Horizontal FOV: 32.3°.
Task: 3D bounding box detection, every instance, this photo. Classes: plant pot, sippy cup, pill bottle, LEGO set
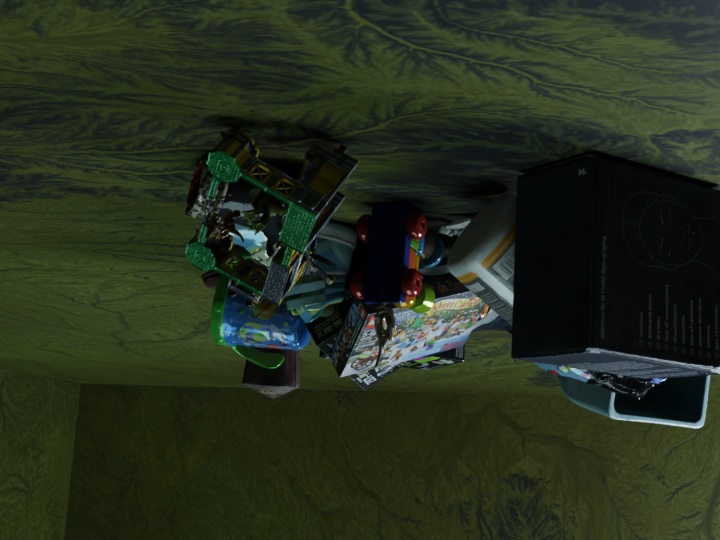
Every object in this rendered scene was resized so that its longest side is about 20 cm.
[{"bbox_3d":[0.427,0.136,2.015,0.196,0.197,0.200,9,178,-28],"label":"plant pot"},{"bbox_3d":[-0.135,0.057,1.829,0.130,0.140,0.178,12,161,14],"label":"sippy cup"},{"bbox_3d":[0.204,0.016,1.406,0.200,0.117,0.116,40,159,-12],"label":"pill bottle"},{"bbox_3d":[-0.087,-0.069,1.274,0.153,0.116,0.200,23,135,12],"label":"LEGO set"}]

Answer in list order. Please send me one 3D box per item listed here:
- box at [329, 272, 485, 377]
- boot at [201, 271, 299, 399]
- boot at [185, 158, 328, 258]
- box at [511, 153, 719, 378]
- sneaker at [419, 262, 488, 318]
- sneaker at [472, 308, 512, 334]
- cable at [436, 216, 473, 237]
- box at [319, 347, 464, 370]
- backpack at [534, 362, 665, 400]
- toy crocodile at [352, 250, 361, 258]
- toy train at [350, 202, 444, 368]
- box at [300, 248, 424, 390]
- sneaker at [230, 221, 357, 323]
[{"bbox_3d":[0.068,0.067,1.639,0.199,0.038,0.137,-12,146,-29],"label":"box"},{"bbox_3d":[-0.175,0.098,1.947,0.186,0.201,0.064,0,172,26],"label":"boot"},{"bbox_3d":[-0.123,-0.069,1.410,0.153,0.074,0.204,9,162,-15],"label":"boot"},{"bbox_3d":[0.271,0.003,1.301,0.196,0.201,0.124,11,166,-33],"label":"box"},{"bbox_3d":[0.120,0.041,1.842,0.070,0.090,0.200,11,167,-32],"label":"sneaker"},{"bbox_3d":[0.229,0.078,2.037,0.146,0.077,0.202,11,166,-23],"label":"sneaker"},{"bbox_3d":[0.219,-0.020,1.548,0.199,0.070,0.200,-6,166,40],"label":"cable"},{"bbox_3d":[0.051,0.085,2.010,0.199,0.125,0.148,9,167,-21],"label":"box"},{"bbox_3d":[0.327,0.064,1.705,0.199,0.183,0.135,16,160,-3],"label":"backpack"},{"bbox_3d":[0.000,0.000,1.771,0.200,0.062,0.068,14,-156,-51],"label":"toy crocodile"},{"bbox_3d":[0.050,0.029,1.497,0.084,0.201,0.116,-3,164,30],"label":"toy train"},{"bbox_3d":[0.023,0.062,1.718,0.164,0.086,0.200,-33,150,5],"label":"box"},{"bbox_3d":[-0.097,-0.004,1.580,0.199,0.131,0.079,9,169,-25],"label":"sneaker"}]
